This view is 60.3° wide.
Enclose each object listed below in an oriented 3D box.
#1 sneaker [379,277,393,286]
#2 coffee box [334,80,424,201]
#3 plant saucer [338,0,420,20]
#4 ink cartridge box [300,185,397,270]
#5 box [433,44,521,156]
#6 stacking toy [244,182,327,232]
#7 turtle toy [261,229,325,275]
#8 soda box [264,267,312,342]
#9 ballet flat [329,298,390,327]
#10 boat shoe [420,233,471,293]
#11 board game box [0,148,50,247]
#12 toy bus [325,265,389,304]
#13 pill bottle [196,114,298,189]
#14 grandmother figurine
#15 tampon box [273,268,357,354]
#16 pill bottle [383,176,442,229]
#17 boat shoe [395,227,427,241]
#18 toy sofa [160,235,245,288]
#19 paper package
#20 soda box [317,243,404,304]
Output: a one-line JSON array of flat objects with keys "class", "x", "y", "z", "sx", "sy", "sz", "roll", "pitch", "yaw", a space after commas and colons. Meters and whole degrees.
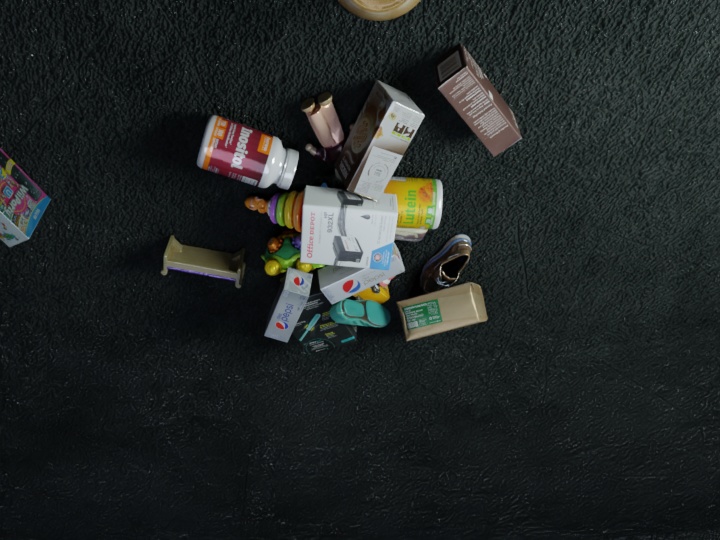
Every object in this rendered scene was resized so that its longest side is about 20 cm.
[{"class": "sneaker", "x": 0.031, "y": -0.047, "z": 1.536, "sx": 0.086, "sy": 0.074, "sz": 0.200, "roll": -37, "pitch": 128, "yaw": 14}, {"class": "coffee box", "x": 0.034, "y": -0.261, "z": 1.255, "sx": 0.079, "sy": 0.115, "sz": 0.202, "roll": 15, "pitch": 119, "yaw": -27}, {"class": "plant saucer", "x": 0.034, "y": -0.532, "z": 1.087, "sx": 0.197, "sy": 0.036, "sz": 0.202, "roll": 0, "pitch": 133, "yaw": 0}, {"class": "ink cartridge box", "x": -0.027, "y": -0.089, "z": 1.318, "sx": 0.196, "sy": 0.084, "sz": 0.147, "roll": 5, "pitch": 126, "yaw": -3}, {"class": "box", "x": 0.233, "y": -0.334, "z": 1.228, "sx": 0.074, "sy": 0.101, "sz": 0.200, "roll": -30, "pitch": 127, "yaw": 26}, {"class": "stacking toy", "x": -0.173, "y": -0.141, "z": 1.426, "sx": 0.197, "sy": 0.117, "sz": 0.111, "roll": 8, "pitch": 132, "yaw": 8}, {"class": "turtle toy", "x": -0.144, "y": -0.048, "z": 1.491, "sx": 0.196, "sy": 0.146, "sz": 0.103, "roll": -5, "pitch": 94, "yaw": 5}, {"class": "soda box", "x": -0.172, "y": 0.084, "z": 1.465, "sx": 0.063, "sy": 0.069, "sz": 0.201, "roll": 16, "pitch": 138, "yaw": -12}, {"class": "ballet flat", "x": -0.006, "y": 0.108, "z": 1.555, "sx": 0.070, "sy": 0.068, "sz": 0.199, "roll": -18, "pitch": 160, "yaw": 35}, {"class": "boat shoe", "x": 0.210, "y": -0.001, "z": 1.561, "sx": 0.071, "sy": 0.073, "sz": 0.201, "roll": 16, "pitch": 132, "yaw": -16}, {"class": "board game box", "x": -0.793, "y": -0.176, "z": 1.355, "sx": 0.063, "sy": 0.149, "sz": 0.201, "roll": -18, "pitch": 131, "yaw": 14}, {"class": "toy bus", "x": -0.007, "y": 0.018, "z": 1.576, "sx": 0.065, "sy": 0.079, "sz": 0.200, "roll": -32, "pitch": 126, "yaw": 21}, {"class": "pill bottle", "x": -0.236, "y": -0.243, "z": 1.310, "sx": 0.197, "sy": 0.114, "sz": 0.114, "roll": 16, "pitch": 132, "yaw": -15}, {"class": "grandmother figurine", "x": -0.060, "y": -0.272, "z": 1.320, "sx": 0.120, "sy": 0.061, "sz": 0.201, "roll": -11, "pitch": 130, "yaw": 23}, {"class": "tampon box", "x": -0.112, "y": 0.095, "z": 1.617, "sx": 0.148, "sy": 0.127, "sz": 0.201, "roll": -17, "pitch": 131, "yaw": 18}, {"class": "pill bottle", "x": 0.079, "y": -0.154, "z": 1.392, "sx": 0.196, "sy": 0.112, "sz": 0.112, "roll": 3, "pitch": 134, "yaw": -2}, {"class": "boat shoe", "x": 0.064, "y": -0.101, "z": 1.472, "sx": 0.196, "sy": 0.072, "sz": 0.065, "roll": 4, "pitch": 129, "yaw": -11}, {"class": "toy sofa", "x": -0.390, "y": -0.011, "z": 1.551, "sx": 0.197, "sy": 0.084, "sz": 0.098, "roll": 10, "pitch": 132, "yaw": -10}, {"class": "paper package", "x": 0.212, "y": 0.103, "z": 1.582, "sx": 0.197, "sy": 0.105, "sz": 0.190, "roll": -16, "pitch": 172, "yaw": 15}, {"class": "soda box", "x": 0.000, "y": 0.000, "z": 1.463, "sx": 0.198, "sy": 0.069, "sz": 0.064, "roll": -24, "pitch": 134, "yaw": 11}]
